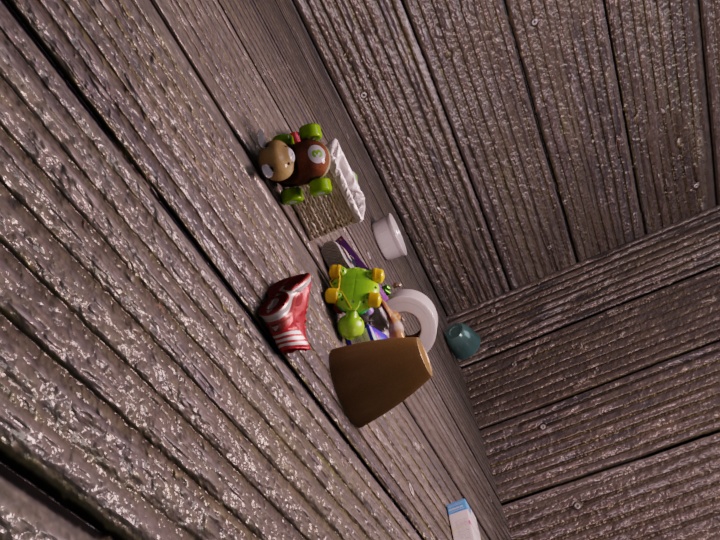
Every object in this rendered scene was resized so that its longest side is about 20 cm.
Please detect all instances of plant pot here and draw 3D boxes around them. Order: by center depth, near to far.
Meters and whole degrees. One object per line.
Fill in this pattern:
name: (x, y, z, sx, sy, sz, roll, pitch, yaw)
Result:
plant pot: (0.056, 0.231, 1.417, 0.188, 0.197, 0.187, 61, 13, -25)
plant pot: (0.619, 0.421, 3.864, 0.161, 0.199, 0.202, 47, 20, -29)

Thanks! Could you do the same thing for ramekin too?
ramekin: (0.127, -0.145, 2.790, 0.200, 0.096, 0.203, -23, 90, -79)

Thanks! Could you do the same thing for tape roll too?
tape roll: (0.143, 0.169, 1.957, 0.139, 0.200, 0.205, -41, 108, -79)

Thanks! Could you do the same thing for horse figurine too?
horse figurine: (0.106, 0.181, 1.793, 0.133, 0.049, 0.202, 51, 23, -51)

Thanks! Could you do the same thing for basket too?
basket: (-0.096, -0.217, 1.665, 0.199, 0.159, 0.202, -86, 153, -67)

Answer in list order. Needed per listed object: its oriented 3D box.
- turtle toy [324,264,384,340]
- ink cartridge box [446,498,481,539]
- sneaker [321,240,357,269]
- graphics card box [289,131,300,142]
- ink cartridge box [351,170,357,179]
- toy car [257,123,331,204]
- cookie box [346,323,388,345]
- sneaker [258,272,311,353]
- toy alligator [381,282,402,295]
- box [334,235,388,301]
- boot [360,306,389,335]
turtle toy: (-0.017, 0.076, 1.580, 0.102, 0.143, 0.202, 91, 7, -52)
ink cartridge box: (0.328, 0.826, 1.912, 0.201, 0.067, 0.116, -97, 161, -56)
sneaker: (-0.038, 0.014, 1.703, 0.079, 0.078, 0.203, 20, 46, -68)
graphics card box: (-0.169, -0.342, 1.849, 0.200, 0.050, 0.127, -57, 124, -76)
ink cartridge box: (-0.064, -0.243, 1.972, 0.200, 0.082, 0.148, -3, 91, -79)
toy car: (-0.174, -0.259, 1.445, 0.199, 0.156, 0.167, 5, 72, -65)
cookie box: (0.045, 0.248, 1.653, 0.200, 0.074, 0.173, 41, 26, -69)
sneaker: (-0.129, 0.087, 1.174, 0.200, 0.077, 0.117, -54, 130, -64)
toy alligator: (0.058, 0.076, 1.920, 0.059, 0.199, 0.055, 31, 66, -25)
box: (0.000, 0.000, 1.865, 0.200, 0.039, 0.137, 52, -3, 41)
boot: (0.038, 0.163, 1.809, 0.201, 0.073, 0.096, 52, 29, -20)
